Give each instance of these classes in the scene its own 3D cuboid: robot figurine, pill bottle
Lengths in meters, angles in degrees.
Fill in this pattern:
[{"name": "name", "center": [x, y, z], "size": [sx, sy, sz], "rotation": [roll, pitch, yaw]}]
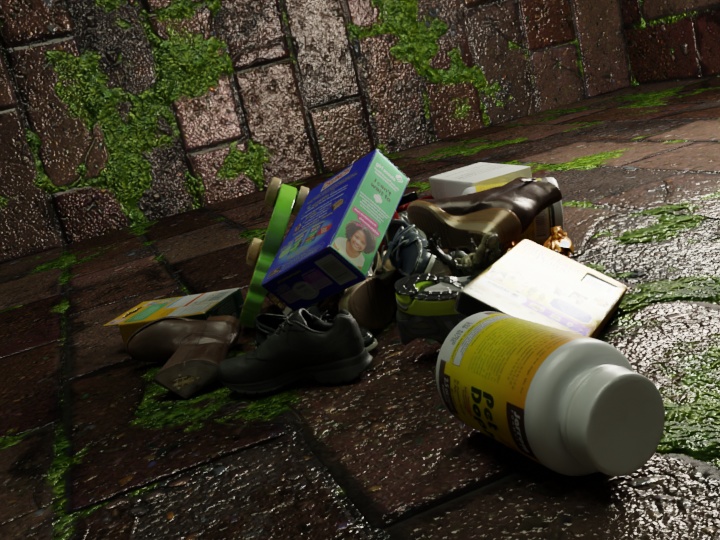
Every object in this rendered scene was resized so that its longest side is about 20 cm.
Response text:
[{"name": "robot figurine", "center": [0.237, -0.006, 1.171], "size": [0.144, 0.059, 0.200], "rotation": [-12, 13, 20]}, {"name": "pill bottle", "center": [0.225, -0.087, 1.367], "size": [0.198, 0.113, 0.111], "rotation": [-6, 14, 4]}, {"name": "pill bottle", "center": [0.154, 0.102, 0.699], "size": [0.108, 0.110, 0.200], "rotation": [-19, 14, -22]}]

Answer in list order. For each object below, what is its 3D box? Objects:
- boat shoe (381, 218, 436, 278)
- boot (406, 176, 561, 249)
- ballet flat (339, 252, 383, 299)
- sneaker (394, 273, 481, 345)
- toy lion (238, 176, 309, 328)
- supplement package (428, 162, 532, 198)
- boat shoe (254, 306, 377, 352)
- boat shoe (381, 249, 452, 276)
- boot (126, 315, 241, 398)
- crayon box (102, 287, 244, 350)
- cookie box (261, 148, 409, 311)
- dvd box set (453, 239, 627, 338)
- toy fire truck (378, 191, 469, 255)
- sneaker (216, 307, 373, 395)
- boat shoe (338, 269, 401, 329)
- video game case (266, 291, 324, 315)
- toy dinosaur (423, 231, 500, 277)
[{"name": "boat shoe", "center": [0.067, -0.032, 1.210], "size": [0.061, 0.075, 0.200], "rotation": [29, 18, -12]}, {"name": "boot", "center": [0.188, -0.096, 1.283], "size": [0.166, 0.073, 0.199], "rotation": [-33, 34, -29]}, {"name": "ballet flat", "center": [0.000, 0.000, 1.350], "size": [0.067, 0.076, 0.200], "rotation": [-5, 15, 10]}, {"name": "sneaker", "center": [0.132, 0.053, 1.009], "size": [0.198, 0.082, 0.074], "rotation": [4, 31, -10]}, {"name": "toy lion", "center": [-0.147, -0.017, 1.304], "size": [0.068, 0.201, 0.192], "rotation": [18, 35, -7]}, {"name": "supplement package", "center": [0.226, -0.124, 1.531], "size": [0.119, 0.123, 0.200], "rotation": [-17, 14, -14]}, {"name": "boat shoe", "center": [-0.067, 0.080, 1.108], "size": [0.198, 0.067, 0.074], "rotation": [-2, 17, 42]}, {"name": "boat shoe", "center": [0.094, -0.027, 1.380], "size": [0.073, 0.070, 0.199], "rotation": [-20, 15, -26]}, {"name": "boot", "center": [-0.264, 0.125, 1.158], "size": [0.184, 0.065, 0.200], "rotation": [-15, 18, 6]}, {"name": "crayon box", "center": [-0.305, 0.082, 1.376], "size": [0.198, 0.052, 0.126], "rotation": [-8, 15, 22]}, {"name": "cookie box", "center": [-0.035, -0.057, 1.199], "size": [0.171, 0.075, 0.201], "rotation": [-26, 32, 46]}, {"name": "dvd box set", "center": [0.213, 0.032, 0.962], "size": [0.145, 0.030, 0.200], "rotation": [27, 31, 21]}, {"name": "toy fire truck", "center": [0.098, -0.074, 1.515], "size": [0.175, 0.130, 0.199], "rotation": [-21, 5, -29]}, {"name": "sneaker", "center": [-0.086, 0.095, 1.019], "size": [0.198, 0.092, 0.076], "rotation": [-12, 15, 12]}, {"name": "boat shoe", "center": [0.011, 0.045, 1.189], "size": [0.064, 0.072, 0.200], "rotation": [-12, 2, 25]}, {"name": "video game case", "center": [-0.073, -0.006, 1.345], "size": [0.182, 0.036, 0.200], "rotation": [-50, 19, -3]}, {"name": "toy dinosaur", "center": [0.126, -0.009, 1.082], "size": [0.048, 0.088, 0.200], "rotation": [-48, -10, -17]}]
